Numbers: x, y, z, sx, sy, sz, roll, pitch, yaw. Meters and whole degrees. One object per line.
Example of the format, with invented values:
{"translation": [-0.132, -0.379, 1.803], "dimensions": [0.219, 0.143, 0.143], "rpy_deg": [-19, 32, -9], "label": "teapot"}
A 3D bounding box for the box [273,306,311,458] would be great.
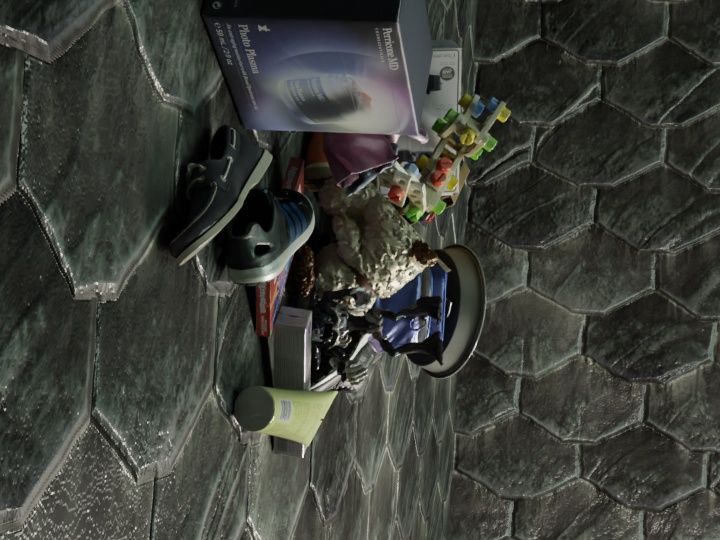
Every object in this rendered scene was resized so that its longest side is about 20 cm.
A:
{"translation": [-0.082, 0.137, 1.660], "dimensions": [0.039, 0.041, 0.200], "rpy_deg": [-72, 166, -56], "label": "box"}

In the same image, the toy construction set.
{"translation": [0.100, -0.133, 1.735], "dimensions": [0.200, 0.092, 0.131], "rpy_deg": [-43, -179, -30], "label": "toy construction set"}

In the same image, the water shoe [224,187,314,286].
{"translation": [-0.096, -0.059, 1.494], "dimensions": [0.200, 0.071, 0.079], "rpy_deg": [-72, 157, -60], "label": "water shoe"}

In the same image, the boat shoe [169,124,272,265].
{"translation": [-0.146, -0.075, 1.312], "dimensions": [0.063, 0.073, 0.200], "rpy_deg": [44, 34, -12], "label": "boat shoe"}

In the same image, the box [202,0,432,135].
{"translation": [-0.037, -0.242, 1.414], "dimensions": [0.200, 0.198, 0.124], "rpy_deg": [73, 22, -60], "label": "box"}

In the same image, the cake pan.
{"translation": [0.114, 0.057, 2.017], "dimensions": [0.200, 0.037, 0.201], "rpy_deg": [-30, -125, 56], "label": "cake pan"}

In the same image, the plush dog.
{"translation": [0.000, 0.000, 1.753], "dimensions": [0.200, 0.172, 0.161], "rpy_deg": [45, 4, -46], "label": "plush dog"}

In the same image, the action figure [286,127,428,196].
{"translation": [-0.031, -0.194, 1.600], "dimensions": [0.200, 0.149, 0.134], "rpy_deg": [59, 7, -7], "label": "action figure"}

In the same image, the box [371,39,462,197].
{"translation": [0.071, -0.200, 1.821], "dimensions": [0.060, 0.116, 0.201], "rpy_deg": [-113, -159, -69], "label": "box"}

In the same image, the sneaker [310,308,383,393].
{"translation": [-0.024, 0.132, 1.790], "dimensions": [0.200, 0.076, 0.088], "rpy_deg": [-40, 126, -48], "label": "sneaker"}

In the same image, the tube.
{"translation": [-0.082, 0.167, 1.592], "dimensions": [0.200, 0.058, 0.052], "rpy_deg": [22, 48, -67], "label": "tube"}

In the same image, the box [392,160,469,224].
{"translation": [0.071, -0.095, 1.959], "dimensions": [0.021, 0.163, 0.200], "rpy_deg": [63, 17, -11], "label": "box"}

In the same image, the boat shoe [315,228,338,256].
{"translation": [-0.035, 0.030, 1.882], "dimensions": [0.063, 0.074, 0.202], "rpy_deg": [-21, 127, -45], "label": "boat shoe"}

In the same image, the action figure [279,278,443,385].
{"translation": [0.000, 0.070, 1.663], "dimensions": [0.102, 0.199, 0.119], "rpy_deg": [-90, 179, -79], "label": "action figure"}

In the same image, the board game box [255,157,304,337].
{"translation": [-0.094, -0.030, 1.621], "dimensions": [0.103, 0.019, 0.200], "rpy_deg": [92, 8, -46], "label": "board game box"}

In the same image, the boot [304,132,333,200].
{"translation": [-0.026, -0.146, 1.856], "dimensions": [0.200, 0.075, 0.108], "rpy_deg": [50, 39, -73], "label": "boot"}

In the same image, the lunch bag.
{"translation": [0.053, 0.035, 1.955], "dimensions": [0.200, 0.132, 0.136], "rpy_deg": [-140, -129, -67], "label": "lunch bag"}
